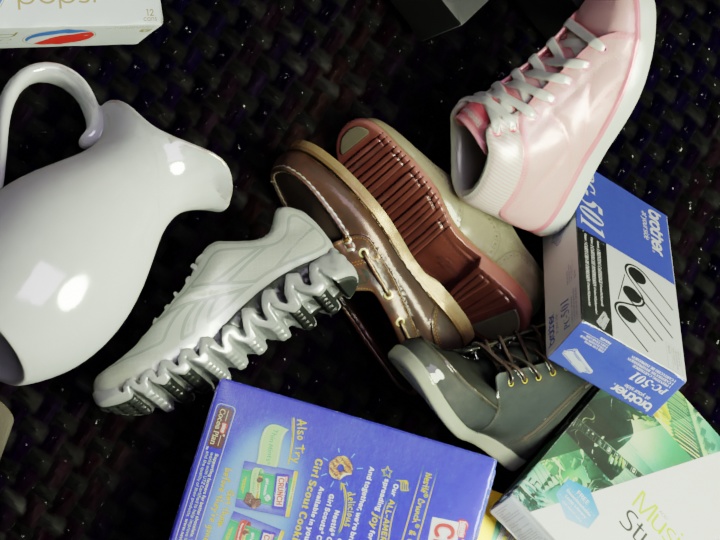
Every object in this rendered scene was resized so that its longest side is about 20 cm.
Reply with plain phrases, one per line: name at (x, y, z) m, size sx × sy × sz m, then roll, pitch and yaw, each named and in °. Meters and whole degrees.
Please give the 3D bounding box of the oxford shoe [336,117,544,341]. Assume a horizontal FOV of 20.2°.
oxford shoe at (0.060, -0.038, 1.489) m, size 0.200 × 0.070 × 0.075 m, roll 51°, pitch 42°, yaw -8°

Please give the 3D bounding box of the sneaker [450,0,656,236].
sneaker at (0.130, -0.124, 1.435) m, size 0.104 × 0.075 × 0.201 m, roll 13°, pitch 110°, yaw -31°

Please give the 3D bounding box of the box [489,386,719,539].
box at (0.198, 0.165, 1.481) m, size 0.144 × 0.036 × 0.200 m, roll 47°, pitch 46°, yaw -1°

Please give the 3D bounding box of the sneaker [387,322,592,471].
sneaker at (0.097, 0.065, 1.421) m, size 0.106 × 0.200 × 0.075 m, roll -45°, pitch 59°, yaw 5°

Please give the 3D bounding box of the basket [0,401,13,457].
basket at (-0.314, 0.155, 1.271) m, size 0.180 × 0.136 × 0.201 m, roll 38°, pitch 67°, yaw -34°

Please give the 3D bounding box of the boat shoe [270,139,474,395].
boat shoe at (0.000, 0.000, 1.446) m, size 0.070 × 0.070 × 0.200 m, roll -44°, pitch 101°, yaw -21°

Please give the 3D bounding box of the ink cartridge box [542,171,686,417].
ink cartridge box at (0.181, 0.009, 1.470) m, size 0.094 × 0.044 × 0.201 m, roll 30°, pitch 33°, yaw -17°

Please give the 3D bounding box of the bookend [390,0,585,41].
bookend at (0.112, -0.226, 1.504) m, size 0.199 × 0.092 × 0.200 m, roll -45°, pitch 103°, yaw -18°

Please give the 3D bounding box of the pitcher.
pitcher at (-0.209, -0.036, 1.351) m, size 0.171 × 0.121 × 0.200 m, roll 37°, pitch 60°, yaw 6°

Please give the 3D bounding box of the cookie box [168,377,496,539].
cookie box at (-0.025, 0.187, 1.379) m, size 0.199 × 0.075 × 0.172 m, roll 17°, pitch 78°, yaw 4°

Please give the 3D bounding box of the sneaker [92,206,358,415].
sneaker at (-0.102, 0.031, 1.397) m, size 0.199 × 0.075 × 0.081 m, roll -31°, pitch 73°, yaw -5°

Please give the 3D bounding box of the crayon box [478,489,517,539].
crayon box at (0.106, 0.230, 1.473) m, size 0.199 × 0.058 × 0.119 m, roll 23°, pitch 77°, yaw -19°

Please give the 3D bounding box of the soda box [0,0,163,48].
soda box at (-0.239, -0.187, 1.368) m, size 0.199 × 0.068 × 0.064 m, roll -4°, pitch 85°, yaw -22°
